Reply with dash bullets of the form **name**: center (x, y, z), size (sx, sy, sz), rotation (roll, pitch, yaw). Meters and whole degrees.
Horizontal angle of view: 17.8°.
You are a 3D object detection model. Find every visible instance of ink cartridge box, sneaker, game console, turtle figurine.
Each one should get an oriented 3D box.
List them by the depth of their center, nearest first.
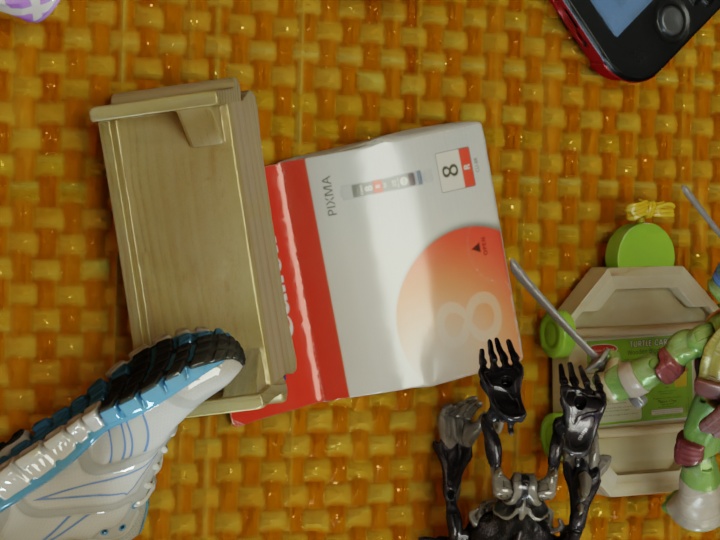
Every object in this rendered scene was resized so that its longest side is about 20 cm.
- **sneaker**: center (-0.139, 0.109, 1.339), size (0.200, 0.075, 0.087), rotation (-34, 105, 16)
- **ink cartridge box**: center (0.000, 0.000, 1.459), size (0.199, 0.050, 0.163), rotation (-14, 97, -30)
- **turtle figurine**: center (0.226, 0.058, 1.522), size (0.144, 0.199, 0.195), rotation (-39, 130, -45)
- **game console**: center (0.180, -0.247, 1.558), size (0.177, 0.031, 0.200), rotation (-43, 110, -20)

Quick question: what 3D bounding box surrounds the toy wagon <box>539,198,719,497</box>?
- **toy wagon**: center (0.193, 0.052, 1.567), size (0.155, 0.040, 0.201), rotation (-2, 91, -28)

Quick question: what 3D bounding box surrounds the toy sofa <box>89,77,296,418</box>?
- **toy sofa**: center (-0.100, -0.012, 1.391), size (0.082, 0.098, 0.201), rotation (-7, 96, 11)

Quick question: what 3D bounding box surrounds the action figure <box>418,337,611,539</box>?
- **action figure**: center (0.105, 0.129, 1.478), size (0.118, 0.200, 0.102), rotation (10, 48, 0)

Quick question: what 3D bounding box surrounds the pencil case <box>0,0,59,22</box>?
- **pencil case**: center (-0.250, -0.210, 1.302), size (0.199, 0.085, 0.084), rotation (20, 84, -27)
